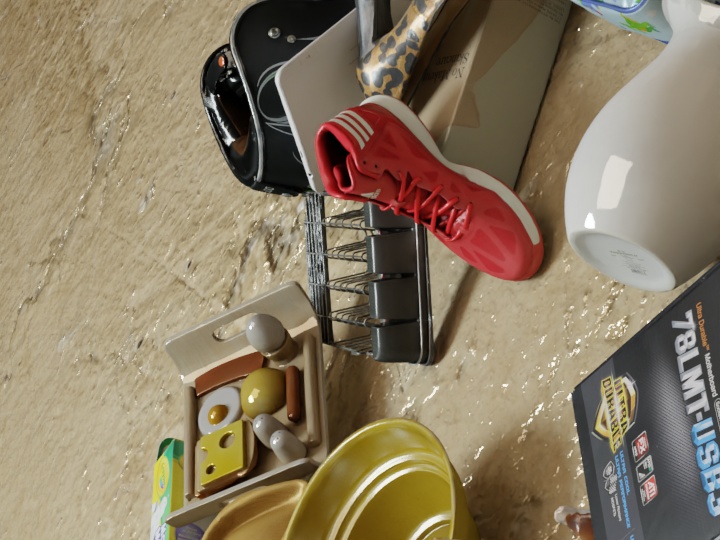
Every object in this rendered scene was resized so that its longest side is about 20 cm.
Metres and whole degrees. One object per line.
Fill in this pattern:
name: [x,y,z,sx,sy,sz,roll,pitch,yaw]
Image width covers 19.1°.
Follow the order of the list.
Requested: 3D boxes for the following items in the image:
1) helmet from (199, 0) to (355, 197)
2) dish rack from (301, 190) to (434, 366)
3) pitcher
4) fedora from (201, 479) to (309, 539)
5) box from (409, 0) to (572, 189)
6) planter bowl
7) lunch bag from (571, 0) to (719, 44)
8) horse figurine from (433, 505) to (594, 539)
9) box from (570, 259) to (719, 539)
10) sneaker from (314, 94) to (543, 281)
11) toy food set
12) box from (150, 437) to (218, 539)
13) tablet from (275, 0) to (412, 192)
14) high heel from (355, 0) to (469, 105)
helmet: [-0.034,-0.171,1.932,0.200,0.190,0.201,164,90,-71]
dish rack: [0.000,0.000,1.825,0.200,0.054,0.154,-173,80,-70]
pitcher: [0.236,-0.088,1.443,0.171,0.121,0.201,8,64,48]
fedora: [-0.068,0.230,1.697,0.200,0.082,0.201,-20,40,18]
box: [0.100,-0.158,1.788,0.095,0.078,0.201,-5,64,59]
planter bowl: [0.030,0.217,1.586,0.200,0.083,0.201,-32,45,38]
lunch bag: [0.240,-0.275,1.613,0.201,0.082,0.161,-65,26,3]
horse figurine: [0.102,0.250,1.428,0.050,0.132,0.201,70,-154,-59]
box: [0.222,0.104,1.367,0.199,0.050,0.201,-47,32,37]
sneaker: [0.041,-0.050,1.666,0.200,0.115,0.079,39,125,19]
toy food set: [-0.105,0.112,1.808,0.143,0.060,0.201,-25,42,20]
box: [-0.120,0.229,1.841,0.048,0.117,0.201,-53,28,39]
tablet: [0.014,-0.170,1.829,0.014,0.130,0.200,25,55,41]
high heel: [0.082,-0.195,1.733,0.199,0.071,0.143,-4,93,35]
